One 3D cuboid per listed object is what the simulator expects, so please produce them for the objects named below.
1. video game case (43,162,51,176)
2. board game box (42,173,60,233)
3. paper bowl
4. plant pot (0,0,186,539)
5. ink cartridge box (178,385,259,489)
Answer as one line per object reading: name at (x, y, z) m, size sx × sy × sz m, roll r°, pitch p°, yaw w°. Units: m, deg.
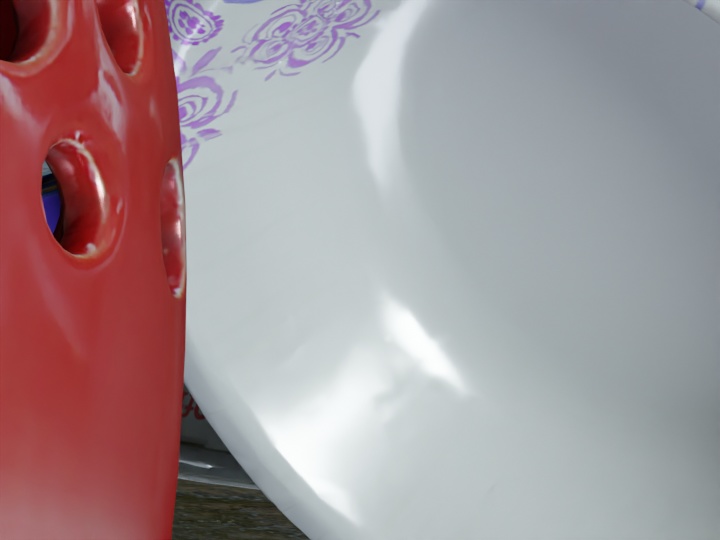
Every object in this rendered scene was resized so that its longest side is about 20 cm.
video game case at (0.004, -0.040, 0.845) m, size 0.200 × 0.022 × 0.182 m, roll 3°, pitch 173°, yaw -38°
board game box at (-0.112, 0.015, 0.708) m, size 0.200 × 0.045 × 0.134 m, roll -21°, pitch -174°, yaw -32°
paper bowl at (0.058, -0.016, 0.609) m, size 0.200 × 0.201 × 0.104 m, roll -3°, pitch -151°, yaw 37°
plant pot at (-0.123, -0.040, 0.485) m, size 0.200 × 0.183 × 0.200 m, roll 5°, pitch 170°, yaw 1°
ink cartridge box at (-0.105, 0.006, 0.934) m, size 0.200 × 0.068 × 0.115 m, roll 20°, pitch -177°, yaw 34°
